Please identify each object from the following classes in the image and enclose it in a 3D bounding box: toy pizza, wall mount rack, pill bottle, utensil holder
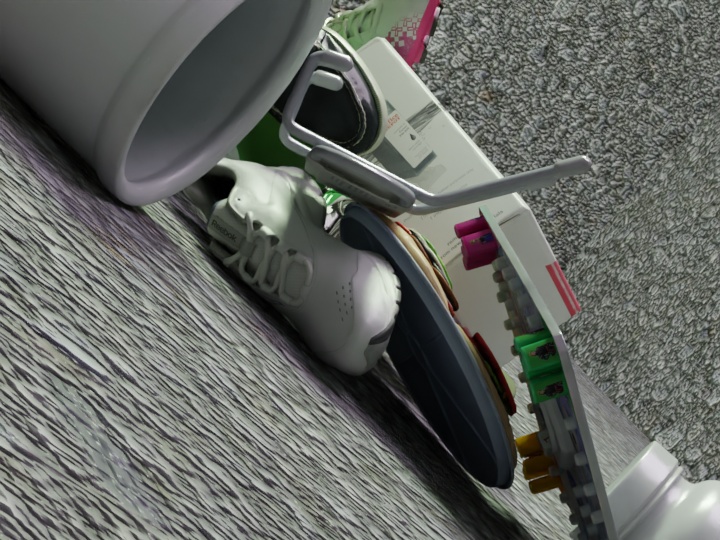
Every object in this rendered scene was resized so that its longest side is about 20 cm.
[{"bbox_3d":[0.048,0.043,1.229,0.201,0.032,0.200,58,-11,18],"label":"toy pizza"},{"bbox_3d":[0.036,-0.067,1.181,0.173,0.075,0.200,26,-2,-3],"label":"wall mount rack"},{"bbox_3d":[0.234,0.210,1.281,0.200,0.112,0.112,44,5,7],"label":"pill bottle"},{"bbox_3d":[-0.143,-0.162,1.085,0.200,0.170,0.170,41,4,12],"label":"utensil holder"}]

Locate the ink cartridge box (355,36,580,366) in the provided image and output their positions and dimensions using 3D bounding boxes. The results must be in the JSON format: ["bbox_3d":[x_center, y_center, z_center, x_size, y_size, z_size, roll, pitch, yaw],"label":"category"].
[{"bbox_3d":[0.053,-0.047,1.394,0.200,0.084,0.146,55,-1,37],"label":"ink cartridge box"}]

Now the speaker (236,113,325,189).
[{"bbox_3d":[-0.055,-0.111,1.485,0.088,0.088,0.201,45,-18,28],"label":"speaker"}]

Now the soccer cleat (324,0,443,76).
[{"bbox_3d":[0.001,-0.166,1.486,0.086,0.070,0.200,23,-31,-6],"label":"soccer cleat"}]

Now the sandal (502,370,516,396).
[{"bbox_3d":[0.069,0.054,1.600,0.201,0.057,0.080,38,5,-43],"label":"sandal"}]

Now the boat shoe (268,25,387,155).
[{"bbox_3d":[-0.067,-0.145,1.276,0.200,0.075,0.066,50,28,11],"label":"boat shoe"}]

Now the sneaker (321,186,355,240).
[{"bbox_3d":[0.000,0.000,1.372,0.085,0.078,0.200,46,5,24],"label":"sneaker"}]

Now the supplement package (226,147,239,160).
[{"bbox_3d":[-0.012,-0.083,1.639,0.199,0.110,0.114,35,2,18],"label":"supplement package"}]

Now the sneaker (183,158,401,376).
[{"bbox_3d":[-0.046,-0.004,1.180,0.087,0.075,0.200,16,19,-38],"label":"sneaker"}]

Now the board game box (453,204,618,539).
[{"bbox_3d":[0.108,0.087,1.175,0.200,0.026,0.202,-111,-177,-65],"label":"board game box"}]
